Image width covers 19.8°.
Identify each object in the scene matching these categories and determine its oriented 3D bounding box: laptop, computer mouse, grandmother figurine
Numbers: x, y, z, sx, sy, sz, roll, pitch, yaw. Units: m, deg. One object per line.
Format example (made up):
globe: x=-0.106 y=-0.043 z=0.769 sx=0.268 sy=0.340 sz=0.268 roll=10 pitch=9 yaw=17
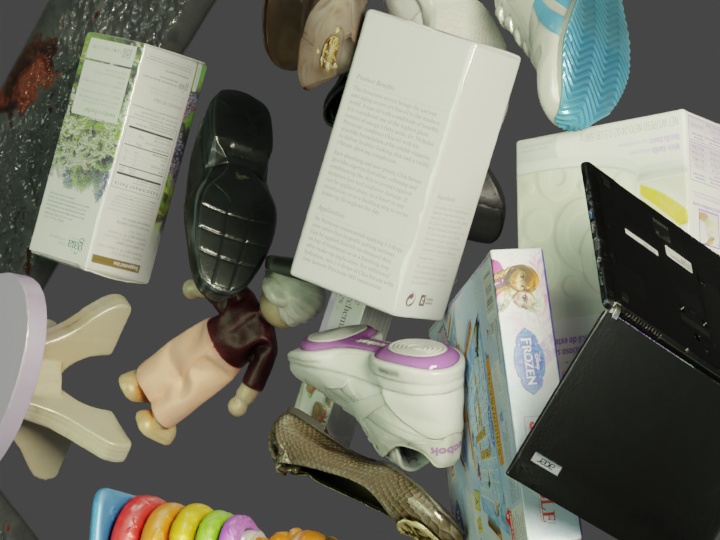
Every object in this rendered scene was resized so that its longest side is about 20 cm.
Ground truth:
laptop: x=0.181 y=0.064 z=1.348 sx=0.103 sy=0.177 sz=0.201 roll=-36 pitch=38 yaw=31
computer mouse: x=0.029 y=-0.084 z=1.589 sx=0.201 sy=0.046 sz=0.141 roll=56 pitch=151 yaw=16
grandmother figurine: x=-0.110 y=0.057 z=1.696 sx=0.199 sy=0.060 sz=0.122 roll=-34 pitch=82 yaw=25

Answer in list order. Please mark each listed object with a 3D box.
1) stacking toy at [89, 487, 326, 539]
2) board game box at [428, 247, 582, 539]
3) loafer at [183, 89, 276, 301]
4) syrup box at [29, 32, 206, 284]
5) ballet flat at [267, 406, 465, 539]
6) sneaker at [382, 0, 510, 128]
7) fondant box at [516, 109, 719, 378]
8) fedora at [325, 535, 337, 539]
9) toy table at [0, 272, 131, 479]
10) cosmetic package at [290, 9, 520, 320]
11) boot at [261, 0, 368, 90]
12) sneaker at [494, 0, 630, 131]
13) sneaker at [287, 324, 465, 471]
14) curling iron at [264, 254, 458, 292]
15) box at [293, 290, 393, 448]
stacking toy: x=-0.113 y=0.229 z=1.648 sx=0.198 sy=0.116 sz=0.111 roll=-6 pitch=74 yaw=23
board game box: x=0.098 y=0.110 z=1.452 sx=0.200 sy=0.041 sz=0.202 roll=123 pitch=143 yaw=-70
loafer: x=-0.111 y=-0.051 z=1.692 sx=0.072 sy=0.072 sz=0.201 roll=-50 pitch=26 yaw=46
syrup box: x=-0.210 y=-0.096 z=1.786 sx=0.078 sy=0.081 sz=0.202 roll=15 pitch=91 yaw=41
ballet flat: x=-0.002 y=0.161 z=1.530 sx=0.199 sy=0.068 sz=0.046 roll=28 pitch=68 yaw=40
sneaker: x=0.056 y=-0.186 z=1.610 sx=0.088 sy=0.075 sz=0.202 roll=-34 pitch=72 yaw=64
fondant box: x=0.186 y=-0.002 z=1.469 sx=0.143 sy=0.058 sz=0.202 roll=-9 pitch=77 yaw=38
fedora: x=0.050 y=0.261 z=1.485 sx=0.081 sy=0.201 sz=0.201 roll=-30 pitch=55 yaw=-15
toy table: x=-0.282 y=0.098 z=1.767 sx=0.201 sy=0.116 sz=0.185 roll=-53 pitch=46 yaw=30
cosmetic package: x=0.032 y=-0.075 z=1.492 sx=0.101 sy=0.071 sz=0.202 roll=21 pitch=98 yaw=33
boot: x=-0.035 y=-0.184 z=1.596 sx=0.201 sy=0.064 sz=0.187 roll=-93 pitch=18 yaw=-51
sneaker: x=0.145 y=-0.181 z=1.516 sx=0.080 sy=0.076 sz=0.202 roll=-24 pitch=47 yaw=34
sneaker: x=0.008 y=0.095 z=1.518 sx=0.199 sy=0.074 sz=0.101 roll=12 pitch=113 yaw=58
curling iron: x=0.000 y=0.000 z=1.588 sx=0.199 sy=0.026 sz=0.050 roll=1 pitch=60 yaw=45
box: x=-0.009 y=0.060 z=1.623 sx=0.038 sy=0.041 sz=0.202 roll=21 pitch=95 yaw=39
